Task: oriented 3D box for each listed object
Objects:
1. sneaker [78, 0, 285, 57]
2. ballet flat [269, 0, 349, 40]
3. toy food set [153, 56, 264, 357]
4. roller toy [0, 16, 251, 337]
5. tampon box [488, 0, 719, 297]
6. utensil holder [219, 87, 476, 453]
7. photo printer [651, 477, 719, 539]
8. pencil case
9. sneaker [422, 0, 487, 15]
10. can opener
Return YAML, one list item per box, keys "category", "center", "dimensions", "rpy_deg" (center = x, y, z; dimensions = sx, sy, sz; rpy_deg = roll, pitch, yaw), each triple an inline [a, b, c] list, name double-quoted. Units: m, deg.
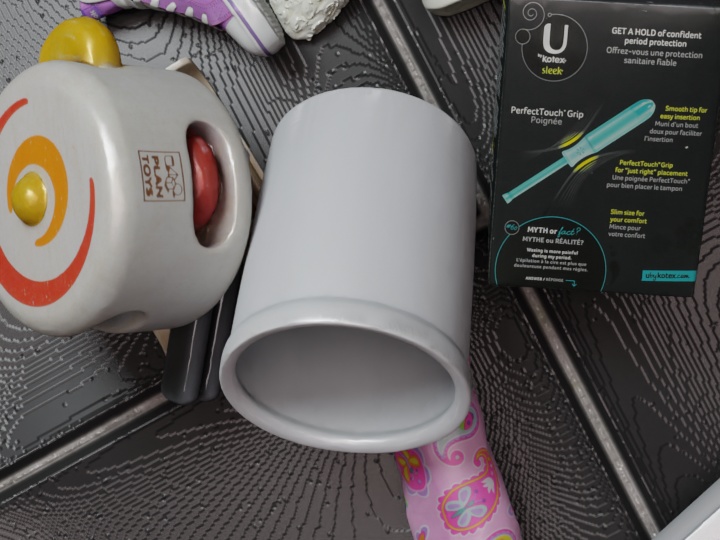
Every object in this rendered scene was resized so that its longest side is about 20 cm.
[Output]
- category: "sneaker"
  center: [-0.152, -0.213, 1.046]
  dimensions: [0.114, 0.073, 0.201]
  rpy_deg: [-45, 77, 7]
- category: "ballet flat"
  center: [-0.009, -0.271, 1.033]
  dimensions: [0.071, 0.072, 0.201]
  rpy_deg: [35, 94, 3]
- category: "toy food set"
  center: [-0.139, -0.042, 1.047]
  dimensions: [0.143, 0.060, 0.201]
  rpy_deg: [-32, 88, 4]
- category: "roller toy"
  center: [-0.176, -0.051, 0.930]
  dimensions: [0.183, 0.139, 0.201]
  rpy_deg: [46, 120, 31]
- category: "tampon box"
  center: [0.169, -0.100, 0.962]
  dimensions: [0.148, 0.126, 0.203]
  rpy_deg: [4, 110, 4]
- category: "utensil holder"
  center: [0.000, 0.000, 0.948]
  dimensions: [0.167, 0.171, 0.202]
  rpy_deg: [5, 54, 4]
- category: "photo printer"
  center: [0.298, 0.242, 1.013]
  dimensions: [0.200, 0.069, 0.167]
  rpy_deg: [-42, 88, 4]
- category: "pencil case"
  center: [0.069, 0.155, 1.025]
  dimensions: [0.086, 0.087, 0.203]
  rpy_deg: [-16, 89, 4]
- category: "sneaker"
  center: [0.130, -0.264, 1.017]
  dimensions: [0.198, 0.075, 0.086]
  rpy_deg: [-19, 89, 3]
- category: "can opener"
  center: [-0.119, -0.002, 1.012]
  dimensions: [0.066, 0.052, 0.203]
  rpy_deg: [10, 97, 34]
